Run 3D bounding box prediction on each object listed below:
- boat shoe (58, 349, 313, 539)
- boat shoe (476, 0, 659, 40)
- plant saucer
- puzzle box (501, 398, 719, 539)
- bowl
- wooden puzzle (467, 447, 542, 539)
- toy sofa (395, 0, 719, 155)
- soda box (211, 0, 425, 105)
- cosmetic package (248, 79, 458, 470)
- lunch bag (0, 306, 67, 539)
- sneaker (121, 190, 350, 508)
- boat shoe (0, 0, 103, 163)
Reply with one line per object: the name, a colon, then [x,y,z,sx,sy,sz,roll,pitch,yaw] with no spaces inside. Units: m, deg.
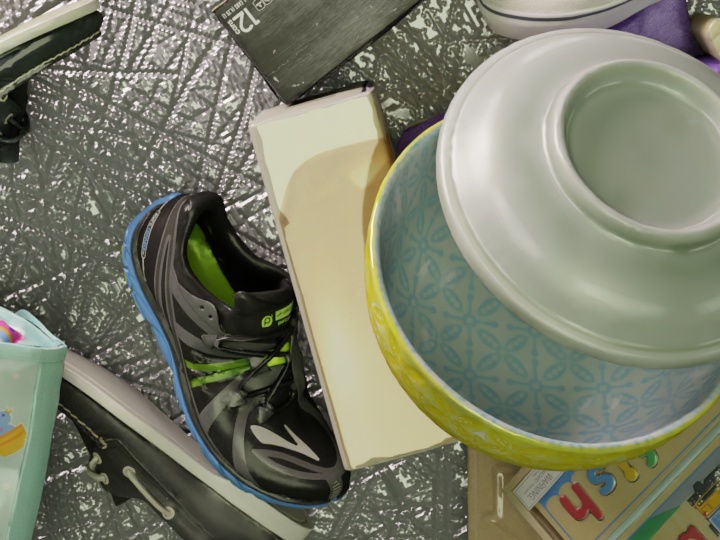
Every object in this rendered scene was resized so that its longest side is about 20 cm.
boat shoe: [-0.123,0.114,1.165,0.200,0.074,0.060,36,96,-11]
boat shoe: [0.154,-0.183,1.087,0.200,0.071,0.070,-12,142,17]
plant saucer: [0.139,-0.049,0.999,0.200,0.050,0.200,7,59,-11]
puzzle box: [0.182,0.100,1.068,0.133,0.025,0.200,48,114,21]
bowl: [0.088,0.024,1.034,0.200,0.108,0.200,7,59,-11]
wooden puzzle: [0.148,0.103,1.130,0.185,0.046,0.200,-3,90,31]
toy sofa: [0.120,-0.079,1.120,0.200,0.083,0.098,-31,98,6]
soda box: [0.017,-0.180,1.116,0.200,0.063,0.071,-37,97,7]
cosmetic package: [0.000,0.000,1.126,0.071,0.105,0.200,-15,100,4]
lunch bag: [-0.257,0.092,1.119,0.200,0.122,0.171,17,99,22]
sneaker: [-0.065,0.046,1.131,0.083,0.071,0.200,-29,88,46]
boat shoe: [-0.221,-0.084,1.133,0.199,0.075,0.066,-29,99,6]
